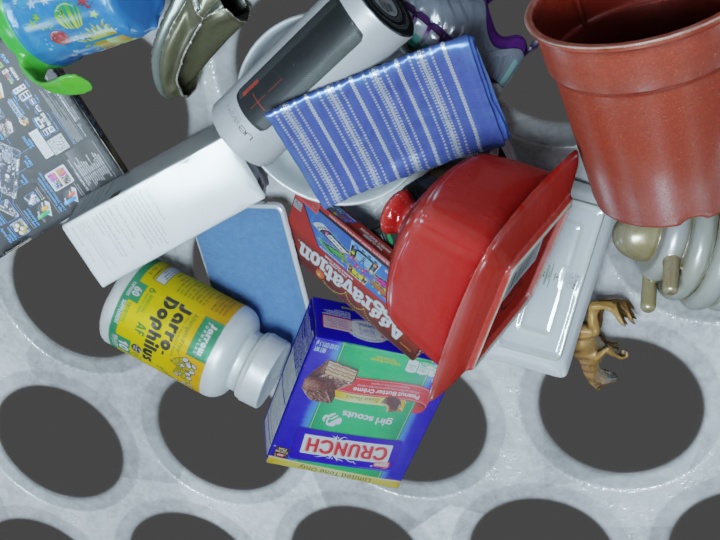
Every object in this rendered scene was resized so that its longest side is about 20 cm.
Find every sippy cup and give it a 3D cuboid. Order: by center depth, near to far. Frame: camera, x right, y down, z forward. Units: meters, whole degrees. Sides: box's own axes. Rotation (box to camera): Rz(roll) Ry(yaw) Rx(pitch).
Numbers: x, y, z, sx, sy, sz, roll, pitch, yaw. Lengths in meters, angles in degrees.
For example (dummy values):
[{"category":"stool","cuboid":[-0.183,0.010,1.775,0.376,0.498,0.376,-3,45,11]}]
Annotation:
[{"category":"sippy cup","cuboid":[-0.263,-0.267,1.004,0.130,0.140,0.179,0,111,29]}]

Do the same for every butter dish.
[{"category":"butter dish","cuboid":[0.084,-0.022,0.946,0.147,0.200,0.200,32,136,16]}]

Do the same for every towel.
[{"category":"towel","cuboid":[0.030,-0.132,0.970,0.199,0.024,0.145,-19,142,10]}]

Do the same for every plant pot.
[{"category":"plant pot","cuboid":[0.263,-0.158,0.926,0.199,0.201,0.196,-8,125,18]}]

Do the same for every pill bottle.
[{"category":"pill bottle","cuboid":[-0.185,0.074,1.193,0.199,0.113,0.113,27,122,8]}]

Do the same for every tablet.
[{"category":"tablet","cuboid":[-0.119,0.012,1.200,0.129,0.014,0.201,2,122,27]}]

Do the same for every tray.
[{"category":"tray","cuboid":[0.191,0.005,1.070,0.107,0.022,0.201,15,97,-7]}]

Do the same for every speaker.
[{"category":"speaker","cuboid":[-0.047,-0.184,0.966,0.200,0.081,0.081,-37,105,30]}]

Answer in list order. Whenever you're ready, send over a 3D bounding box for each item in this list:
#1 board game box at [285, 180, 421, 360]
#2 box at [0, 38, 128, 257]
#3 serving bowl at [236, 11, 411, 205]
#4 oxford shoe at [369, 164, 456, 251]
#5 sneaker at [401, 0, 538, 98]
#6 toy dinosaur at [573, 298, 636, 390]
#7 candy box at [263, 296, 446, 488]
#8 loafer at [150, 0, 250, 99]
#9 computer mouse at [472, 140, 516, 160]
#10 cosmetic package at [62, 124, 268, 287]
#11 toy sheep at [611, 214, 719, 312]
[{"category":"board game box","cuboid":[0.000,0.000,1.115,0.200,0.019,0.103,40,142,16]},{"category":"box","cuboid":[-0.386,-0.132,1.132,0.198,0.050,0.201,-31,112,2]},{"category":"serving bowl","cuboid":[-0.023,-0.169,1.054,0.199,0.066,0.201,6,120,10]},{"category":"oxford shoe","cuboid":[0.059,-0.041,1.104,0.073,0.084,0.200,47,142,3]},{"category":"sneaker","cuboid":[0.073,-0.250,0.998,0.200,0.074,0.088,42,90,-6]},{"category":"toy dinosaur","cuboid":[0.231,0.055,1.121,0.106,0.061,0.200,-27,109,28]},{"category":"candy box","cuboid":[-0.005,0.144,1.200,0.168,0.077,0.201,13,125,-14]},{"category":"loafer","cuboid":[-0.150,-0.251,1.034,0.069,0.075,0.201,27,122,3]},{"category":"computer mouse","cuboid":[0.127,-0.052,1.072,0.044,0.110,0.201,9,114,-9]},{"category":"cosmetic package","cuboid":[-0.198,-0.076,1.095,0.199,0.113,0.081,-30,109,5]},{"category":"toy sheep","cuboid":[0.339,-0.020,1.011,0.199,0.138,0.139,13,122,-7]}]
